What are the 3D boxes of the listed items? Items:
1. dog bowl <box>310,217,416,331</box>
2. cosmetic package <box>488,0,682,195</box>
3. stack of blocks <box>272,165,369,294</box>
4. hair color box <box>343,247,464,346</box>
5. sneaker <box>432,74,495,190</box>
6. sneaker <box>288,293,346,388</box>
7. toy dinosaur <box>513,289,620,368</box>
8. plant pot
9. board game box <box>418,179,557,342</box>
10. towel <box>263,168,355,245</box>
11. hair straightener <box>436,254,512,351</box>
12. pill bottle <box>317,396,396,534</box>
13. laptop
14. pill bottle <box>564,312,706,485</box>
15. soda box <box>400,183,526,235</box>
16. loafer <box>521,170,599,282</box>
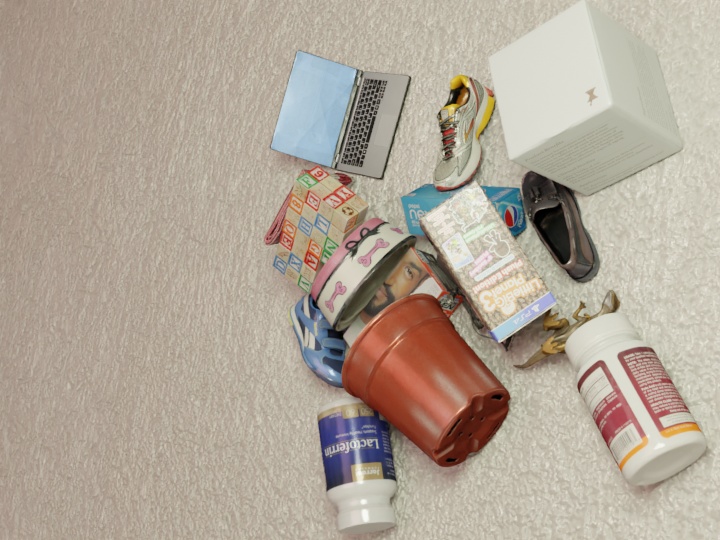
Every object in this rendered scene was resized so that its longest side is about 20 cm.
[{"bbox_3d":[0.000,0.000,1.656,0.074,0.200,0.201,40,111,10],"label":"dog bowl"},{"bbox_3d":[0.310,-0.230,1.412,0.166,0.199,0.168,-26,62,37],"label":"cosmetic package"},{"bbox_3d":[-0.068,-0.056,1.700,0.115,0.058,0.201,38,136,17],"label":"stack of blocks"},{"bbox_3d":[0.068,0.077,1.671,0.201,0.064,0.111,-53,47,20],"label":"hair color box"},{"bbox_3d":[0.148,-0.219,1.631,0.077,0.082,0.202,-6,62,45],"label":"sneaker"},{"bbox_3d":[-0.062,0.114,1.785,0.082,0.074,0.201,-45,52,24],"label":"sneaker"},{"bbox_3d":[0.280,0.101,1.438,0.199,0.106,0.061,-36,60,25],"label":"toy dinosaur"},{"bbox_3d":[0.106,0.173,1.526,0.195,0.200,0.202,44,110,34],"label":"plant pot"},{"bbox_3d":[0.176,-0.010,1.445,0.096,0.159,0.201,-33,85,3],"label":"board game box"},{"bbox_3d":[-0.085,-0.107,1.789,0.023,0.200,0.145,36,106,18],"label":"towel"},{"bbox_3d":[0.168,0.046,1.576,0.201,0.076,0.041,60,157,29],"label":"hair straightener"},{"bbox_3d":[-0.003,0.312,1.641,0.115,0.115,0.202,-27,62,37],"label":"pill bottle"},{"bbox_3d":[-0.037,-0.281,1.836,0.199,0.115,0.190,17,92,46],"label":"laptop"},{"bbox_3d":[0.349,0.164,1.326,0.114,0.113,0.201,-43,52,28],"label":"pill bottle"},{"bbox_3d":[0.160,-0.092,1.606,0.199,0.064,0.069,8,120,46],"label":"soda box"},{"bbox_3d":[0.283,-0.075,1.494,0.072,0.063,0.201,-43,52,28],"label":"loafer"}]
